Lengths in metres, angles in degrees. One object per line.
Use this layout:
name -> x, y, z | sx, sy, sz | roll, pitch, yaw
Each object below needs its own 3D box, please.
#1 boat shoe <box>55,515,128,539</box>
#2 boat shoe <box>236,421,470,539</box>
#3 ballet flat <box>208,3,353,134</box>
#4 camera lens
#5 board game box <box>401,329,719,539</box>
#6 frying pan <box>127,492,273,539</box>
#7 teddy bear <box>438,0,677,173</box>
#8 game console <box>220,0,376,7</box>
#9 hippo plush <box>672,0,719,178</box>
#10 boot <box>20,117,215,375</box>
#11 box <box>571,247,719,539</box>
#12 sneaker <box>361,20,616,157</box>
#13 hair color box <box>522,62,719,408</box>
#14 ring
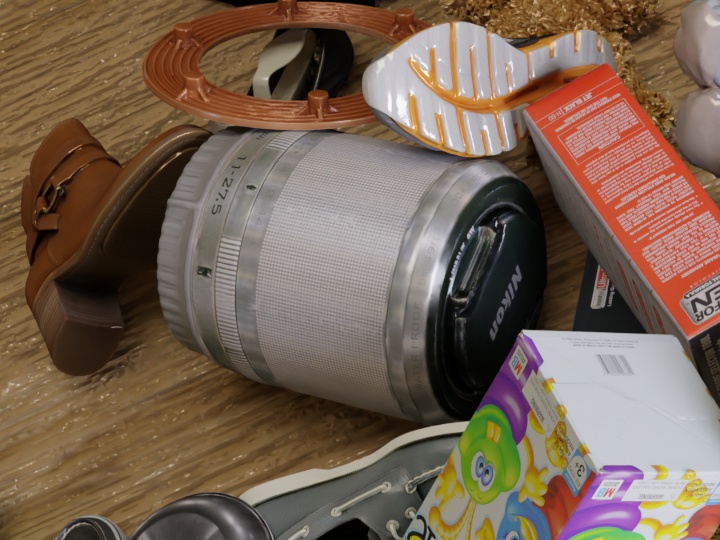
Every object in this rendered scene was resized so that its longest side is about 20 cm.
boat shoe -> -0.177, 0.226, 1.584 | 0.068, 0.057, 0.200 | -4, 55, 19
boat shoe -> 0.019, 0.140, 1.558 | 0.200, 0.073, 0.062 | -18, 55, 21
ballet flat -> -0.066, -0.093, 1.767 | 0.068, 0.068, 0.200 | 8, 59, 26
camera lens -> 0.000, 0.000, 1.614 | 0.200, 0.160, 0.160 | 13, 61, 29
board game box -> 0.105, 0.139, 1.436 | 0.105, 0.200, 0.103 | 2, 42, -31
frying pan -> -0.084, 0.204, 1.539 | 0.115, 0.031, 0.190 | -41, 50, 7
teddy bear -> 0.125, -0.143, 1.730 | 0.145, 0.067, 0.200 | -12, 53, 10
game console -> -0.057, -0.261, 1.800 | 0.176, 0.200, 0.116 | -29, 51, -1
hippo plush -> 0.274, -0.139, 1.596 | 0.200, 0.159, 0.161 | -36, 11, 18
boot -> -0.163, -0.051, 1.723 | 0.200, 0.074, 0.155 | -53, 36, 26
box -> 0.198, 0.064, 1.563 | 0.159, 0.046, 0.200 | 1, 56, 22
sneaker -> 0.067, -0.105, 1.603 | 0.077, 0.200, 0.078 | -1, 91, 43
hair color box -> 0.171, -0.015, 1.535 | 0.061, 0.102, 0.200 | -29, 51, -2
ring -> -0.037, -0.135, 1.688 | 0.200, 0.019, 0.201 | 0, 27, 0
